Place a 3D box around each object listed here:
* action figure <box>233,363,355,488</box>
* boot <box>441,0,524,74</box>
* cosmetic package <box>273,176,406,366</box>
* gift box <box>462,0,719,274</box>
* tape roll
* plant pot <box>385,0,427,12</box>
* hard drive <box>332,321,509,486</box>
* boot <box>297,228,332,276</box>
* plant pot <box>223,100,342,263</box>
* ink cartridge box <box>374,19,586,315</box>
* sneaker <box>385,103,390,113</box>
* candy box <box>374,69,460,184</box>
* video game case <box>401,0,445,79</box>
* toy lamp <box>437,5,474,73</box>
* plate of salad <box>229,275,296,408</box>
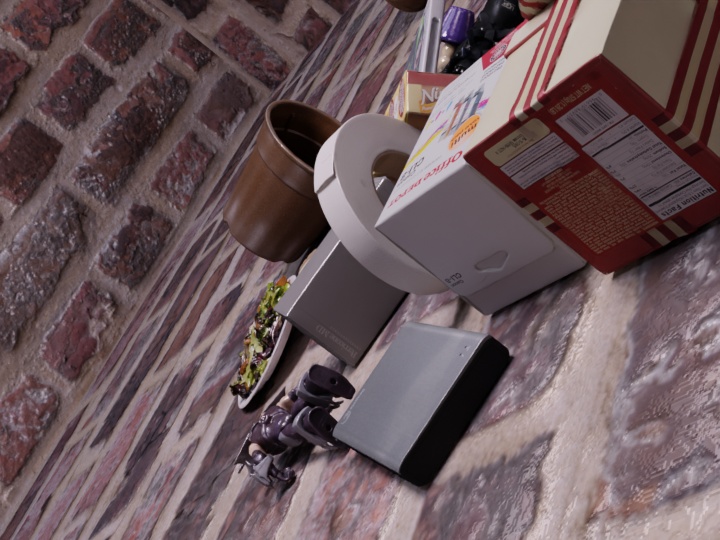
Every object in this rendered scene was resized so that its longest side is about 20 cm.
[{"bbox_3d":[-0.072,0.171,1.224,0.200,0.069,0.130,-36,29,58],"label":"action figure"},{"bbox_3d":[0.150,-0.257,1.425,0.163,0.073,0.198,-61,-6,-23],"label":"boot"},{"bbox_3d":[0.000,0.000,1.312,0.200,0.107,0.090,-57,14,-8],"label":"cosmetic package"},{"bbox_3d":[0.201,-0.145,0.857,0.184,0.200,0.187,-28,26,48],"label":"gift box"},{"bbox_3d":[0.043,-0.069,1.146,0.037,0.203,0.203,-41,19,40],"label":"tape roll"},{"bbox_3d":[0.136,-0.664,2.295,0.198,0.200,0.201,-26,29,46],"label":"plant pot"},{"bbox_3d":[0.050,0.116,1.030,0.140,0.033,0.200,-56,14,-9],"label":"hard drive"},{"bbox_3d":[-0.019,-0.016,1.491,0.200,0.075,0.107,-55,15,28],"label":"boot"},{"bbox_3d":[-0.110,-0.133,1.796,0.198,0.200,0.200,-53,13,30],"label":"plant pot"},{"bbox_3d":[0.135,-0.091,1.027,0.145,0.144,0.200,-34,24,50],"label":"ink cartridge box"},{"bbox_3d":[0.062,-0.199,1.620,0.200,0.086,0.080,-51,13,9],"label":"sneaker"},{"bbox_3d":[0.085,-0.157,1.285,0.200,0.115,0.056,123,148,-70],"label":"candy box"},{"bbox_3d":[0.071,-0.230,1.446,0.200,0.023,0.182,110,170,-64],"label":"video game case"},{"bbox_3d":[0.112,-0.260,1.542,0.058,0.058,0.201,-129,53,-75],"label":"toy lamp"},{"bbox_3d":[-0.139,0.096,1.571,0.200,0.048,0.200,-60,14,26],"label":"plate of salad"}]
